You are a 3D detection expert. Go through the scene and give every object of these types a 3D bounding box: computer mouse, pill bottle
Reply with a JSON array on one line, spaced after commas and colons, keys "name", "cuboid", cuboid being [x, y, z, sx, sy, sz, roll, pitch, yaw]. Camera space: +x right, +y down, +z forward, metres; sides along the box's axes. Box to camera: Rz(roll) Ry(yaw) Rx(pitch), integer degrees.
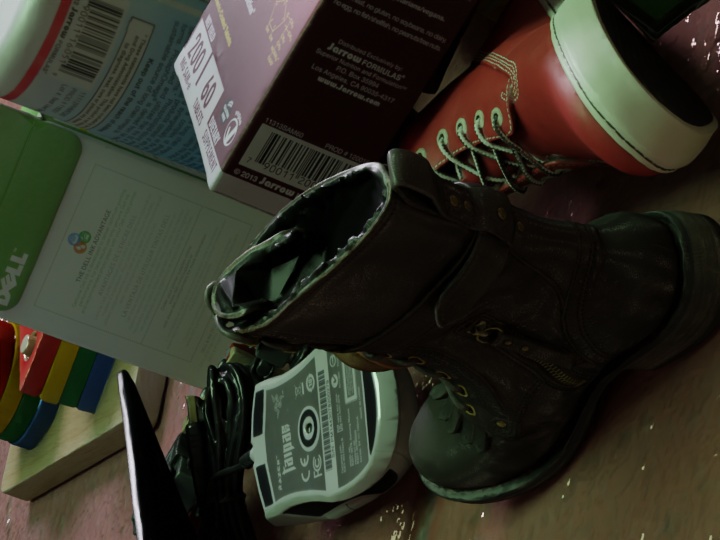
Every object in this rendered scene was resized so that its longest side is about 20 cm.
[{"name": "computer mouse", "cuboid": [-0.021, 0.081, 1.165, 0.200, 0.044, 0.110, -25, 65, 57]}, {"name": "pill bottle", "cuboid": [-0.081, -0.106, 1.252, 0.109, 0.199, 0.109, -47, 32, 42]}]

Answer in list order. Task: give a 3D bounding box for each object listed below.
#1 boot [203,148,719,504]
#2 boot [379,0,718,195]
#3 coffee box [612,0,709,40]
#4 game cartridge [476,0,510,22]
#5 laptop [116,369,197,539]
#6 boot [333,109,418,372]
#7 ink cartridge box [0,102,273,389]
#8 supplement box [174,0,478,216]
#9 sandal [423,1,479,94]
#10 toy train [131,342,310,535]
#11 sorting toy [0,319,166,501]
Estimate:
[{"name": "boot", "cuboid": [0.020, 0.018, 0.947, 0.200, 0.173, 0.070, -46, 47, 44]}, {"name": "boot", "cuboid": [0.054, -0.041, 0.985, 0.144, 0.072, 0.200, -43, 13, 7]}, {"name": "coffee box", "cuboid": [0.121, -0.195, 0.999, 0.123, 0.044, 0.201, -37, 42, 23]}, {"name": "game cartridge", "cuboid": [0.114, -0.229, 1.137, 0.176, 0.032, 0.201, -39, 36, 52]}, {"name": "laptop", "cuboid": [-0.124, 0.192, 1.218, 0.188, 0.115, 0.201, -105, -2, -53]}, {"name": "boot", "cuboid": [0.000, 0.000, 1.110, 0.075, 0.074, 0.200, -41, 16, 21]}, {"name": "ink cartridge box", "cuboid": [-0.144, -0.021, 1.327, 0.104, 0.199, 0.059, -65, 23, 10]}, {"name": "supplement box", "cuboid": [0.003, -0.127, 1.020, 0.201, 0.061, 0.109, -58, 27, 22]}, {"name": "sandal", "cuboid": [0.023, -0.127, 1.125, 0.200, 0.054, 0.082, -107, 39, -78]}, {"name": "toy train", "cuboid": [-0.061, 0.062, 1.294, 0.200, 0.034, 0.046, -57, 14, 31]}, {"name": "sorting toy", "cuboid": [-0.173, 0.014, 1.535, 0.200, 0.069, 0.200, -31, 45, 56]}]
